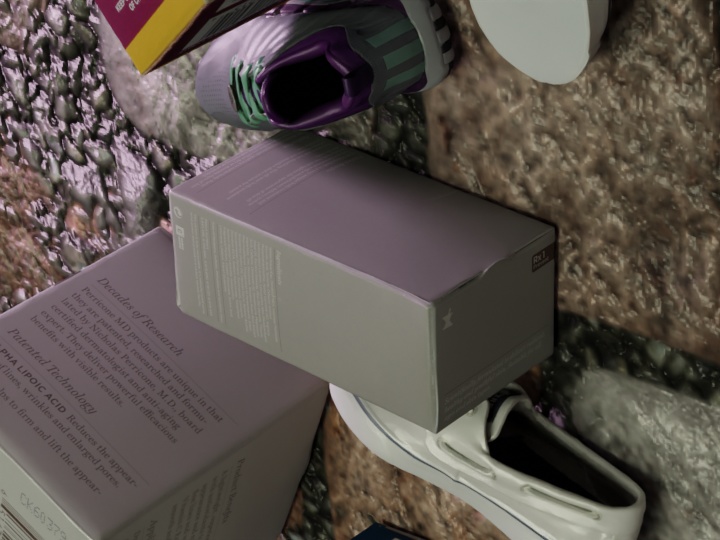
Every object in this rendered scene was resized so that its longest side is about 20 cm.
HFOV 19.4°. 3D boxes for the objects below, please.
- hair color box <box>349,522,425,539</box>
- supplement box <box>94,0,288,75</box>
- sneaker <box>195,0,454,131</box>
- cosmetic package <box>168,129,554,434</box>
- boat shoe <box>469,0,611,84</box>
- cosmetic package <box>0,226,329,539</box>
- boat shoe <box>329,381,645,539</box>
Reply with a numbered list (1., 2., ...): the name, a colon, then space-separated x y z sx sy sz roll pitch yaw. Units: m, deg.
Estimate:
1. hair color box: 0.039 0.266 1.305 0.100 0.060 0.201 17 125 41
2. supplement box: -0.099 -0.225 1.078 0.201 0.131 0.103 57 150 1
3. sneaker: -0.044 -0.107 1.134 0.199 0.087 0.075 -10 106 50
4. cosmetic package: 0.000 0.000 1.142 0.199 0.106 0.091 28 132 37
5. boat shoe: 0.097 -0.159 0.964 0.072 0.068 0.200 35 158 17
6. cosmetic package: -0.154 0.114 1.308 0.165 0.200 0.165 41 138 20
7. boat shoe: 0.072 0.089 1.156 0.199 0.074 0.066 32 130 17
